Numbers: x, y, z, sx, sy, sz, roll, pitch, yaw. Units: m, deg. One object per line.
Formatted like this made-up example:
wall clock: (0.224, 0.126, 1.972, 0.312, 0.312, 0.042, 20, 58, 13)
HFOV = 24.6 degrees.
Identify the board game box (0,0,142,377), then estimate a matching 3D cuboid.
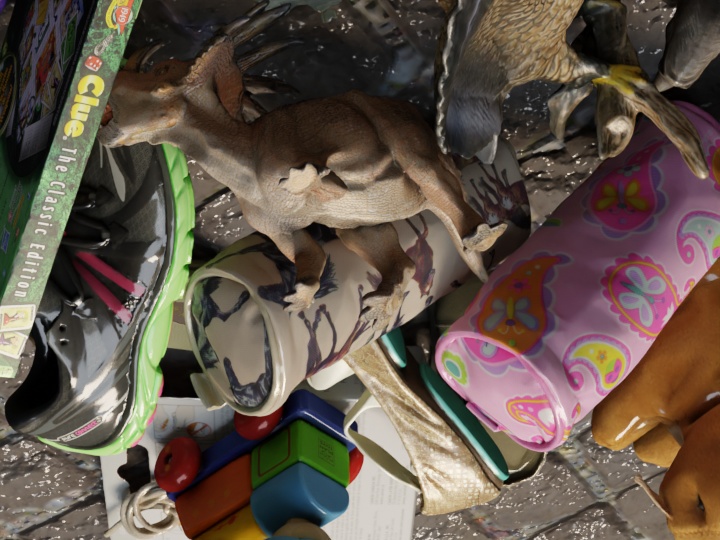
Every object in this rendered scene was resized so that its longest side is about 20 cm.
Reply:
board game box: (-0.146, -0.064, 0.742, 0.023, 0.105, 0.201, 8, 117, -32)

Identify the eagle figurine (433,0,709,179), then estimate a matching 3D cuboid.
eagle figurine: (0.061, -0.125, 0.740, 0.199, 0.151, 0.152, 12, 97, -45)

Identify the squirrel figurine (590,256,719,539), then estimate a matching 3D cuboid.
squirrel figurine: (0.223, 0.058, 0.927, 0.199, 0.188, 0.141, -31, 134, 20)

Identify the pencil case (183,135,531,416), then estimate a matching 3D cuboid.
pencil case: (0.000, 0.000, 0.833, 0.199, 0.078, 0.090, -30, 149, -36)

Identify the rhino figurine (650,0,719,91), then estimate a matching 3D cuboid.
rhino figurine: (0.191, -0.157, 0.772, 0.059, 0.088, 0.200, 26, 128, -8)

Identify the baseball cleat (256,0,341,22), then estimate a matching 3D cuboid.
baseball cleat: (-0.054, -0.178, 0.711, 0.069, 0.107, 0.200, -18, 167, 17)

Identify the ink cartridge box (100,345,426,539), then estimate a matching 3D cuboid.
ink cartridge box: (-0.061, 0.113, 1.039, 0.198, 0.047, 0.161, 2, 136, -1)

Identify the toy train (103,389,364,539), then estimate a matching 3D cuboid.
toy train: (-0.087, 0.163, 0.970, 0.199, 0.116, 0.084, -34, 127, 29)

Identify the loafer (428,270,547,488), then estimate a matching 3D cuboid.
loafer: (0.077, 0.076, 1.000, 0.075, 0.070, 0.201, -14, 137, 3)

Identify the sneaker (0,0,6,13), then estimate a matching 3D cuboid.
sneaker: (-0.174, -0.136, 0.695, 0.080, 0.084, 0.201, 6, 127, -31)

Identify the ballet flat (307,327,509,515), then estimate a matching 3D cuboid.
ballet flat: (0.008, 0.062, 0.930, 0.065, 0.071, 0.201, -32, 105, 10)

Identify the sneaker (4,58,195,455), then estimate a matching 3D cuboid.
sneaker: (-0.131, -0.002, 0.799, 0.083, 0.077, 0.202, 3, 105, -27)

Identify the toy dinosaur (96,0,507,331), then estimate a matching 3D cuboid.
toy dinosaur: (-0.013, -0.055, 0.753, 0.199, 0.136, 0.086, 11, 133, -33)

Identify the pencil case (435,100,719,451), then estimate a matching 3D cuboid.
pencil case: (0.126, 0.001, 0.854, 0.200, 0.087, 0.088, -46, 146, -28)

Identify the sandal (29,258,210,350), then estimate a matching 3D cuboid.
sandal: (-0.129, 0.027, 0.888, 0.200, 0.058, 0.080, 6, 143, -38)
